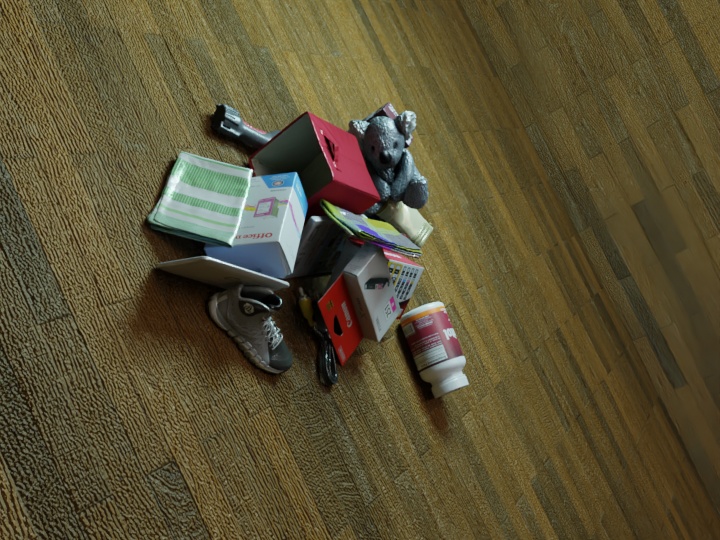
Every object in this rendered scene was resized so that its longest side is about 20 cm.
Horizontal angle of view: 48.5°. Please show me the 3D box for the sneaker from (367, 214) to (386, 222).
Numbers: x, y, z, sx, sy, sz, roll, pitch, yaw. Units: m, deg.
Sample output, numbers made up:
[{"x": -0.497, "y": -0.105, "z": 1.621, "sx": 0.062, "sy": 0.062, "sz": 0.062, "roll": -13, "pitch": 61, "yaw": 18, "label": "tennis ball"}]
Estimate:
[{"x": 0.048, "y": -0.108, "z": 1.933, "sx": 0.077, "sy": 0.070, "sz": 0.202, "roll": 25, "pitch": 45, "yaw": -38, "label": "sneaker"}]

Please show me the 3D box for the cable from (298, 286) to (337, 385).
[{"x": -0.082, "y": 0.129, "z": 1.589, "sx": 0.097, "sy": 0.050, "sz": 0.203, "roll": 12, "pitch": 66, "yaw": -73, "label": "cable"}]

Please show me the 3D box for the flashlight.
[{"x": -0.221, "y": -0.289, "z": 1.675, "sx": 0.199, "sy": 0.067, "sz": 0.069, "roll": 23, "pitch": 89, "yaw": -43, "label": "flashlight"}]

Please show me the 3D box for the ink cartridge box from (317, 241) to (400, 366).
[{"x": 0.002, "y": 0.072, "z": 1.586, "sx": 0.174, "sy": 0.043, "sz": 0.201, "roll": -52, "pitch": 143, "yaw": -31, "label": "ink cartridge box"}]

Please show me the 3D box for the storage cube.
[{"x": -0.093, "y": -0.190, "z": 1.657, "sx": 0.179, "sy": 0.199, "sz": 0.173, "roll": 15, "pitch": 48, "yaw": -56, "label": "storage cube"}]

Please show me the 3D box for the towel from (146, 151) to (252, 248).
[{"x": -0.278, "y": -0.130, "z": 1.416, "sx": 0.151, "sy": 0.024, "sz": 0.201, "roll": 14, "pitch": 44, "yaw": -5, "label": "towel"}]

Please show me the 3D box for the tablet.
[{"x": -0.230, "y": 0.010, "z": 1.351, "sx": 0.199, "sy": 0.129, "sz": 0.014, "roll": 20, "pitch": 69, "yaw": -49, "label": "tablet"}]

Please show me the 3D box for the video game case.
[{"x": -0.074, "y": -0.051, "z": 1.632, "sx": 0.018, "sy": 0.144, "sz": 0.199, "roll": 41, "pitch": 23, "yaw": 22, "label": "video game case"}]

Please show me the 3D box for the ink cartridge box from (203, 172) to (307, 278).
[{"x": -0.186, "y": -0.081, "z": 1.458, "sx": 0.201, "sy": 0.143, "sz": 0.085, "roll": -83, "pitch": 163, "yaw": -45, "label": "ink cartridge box"}]

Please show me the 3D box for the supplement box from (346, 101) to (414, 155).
[{"x": 0.017, "y": -0.300, "z": 1.911, "sx": 0.109, "sy": 0.199, "sz": 0.061, "roll": 52, "pitch": 31, "yaw": -15, "label": "supplement box"}]

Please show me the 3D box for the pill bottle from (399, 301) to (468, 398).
[{"x": 0.174, "y": 0.184, "z": 1.845, "sx": 0.112, "sy": 0.112, "sz": 0.202, "roll": -1, "pitch": 67, "yaw": -57, "label": "pill bottle"}]

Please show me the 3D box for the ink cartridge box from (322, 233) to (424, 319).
[{"x": 0.039, "y": 0.003, "z": 1.714, "sx": 0.083, "sy": 0.177, "sz": 0.199, "roll": 31, "pitch": 12, "yaw": 36, "label": "ink cartridge box"}]

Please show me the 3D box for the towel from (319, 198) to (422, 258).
[{"x": 0.022, "y": -0.082, "z": 1.581, "sx": 0.199, "sy": 0.023, "sz": 0.144, "roll": 17, "pitch": 19, "yaw": -43, "label": "towel"}]

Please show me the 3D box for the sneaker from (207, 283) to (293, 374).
[{"x": -0.163, "y": 0.097, "z": 1.391, "sx": 0.200, "sy": 0.115, "sz": 0.076, "roll": 44, "pitch": 34, "yaw": -27, "label": "sneaker"}]

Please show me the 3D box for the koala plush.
[{"x": 0.055, "y": -0.256, "z": 1.782, "sx": 0.185, "sy": 0.175, "sz": 0.202, "roll": -84, "pitch": 163, "yaw": -54, "label": "koala plush"}]

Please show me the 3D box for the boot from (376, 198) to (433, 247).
[{"x": 0.109, "y": -0.150, "z": 1.932, "sx": 0.155, "sy": 0.073, "sz": 0.201, "roll": 43, "pitch": 31, "yaw": -18, "label": "boot"}]
